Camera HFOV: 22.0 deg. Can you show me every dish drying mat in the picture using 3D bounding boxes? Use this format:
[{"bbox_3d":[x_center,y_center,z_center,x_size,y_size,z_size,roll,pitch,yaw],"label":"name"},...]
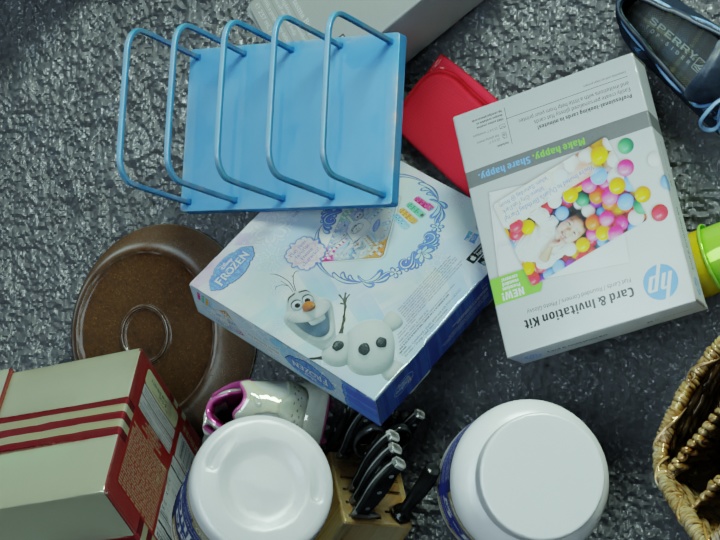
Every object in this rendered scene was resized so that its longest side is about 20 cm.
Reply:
[{"bbox_3d":[0.113,-0.090,1.525,0.200,0.018,0.077,44,108,22],"label":"dish drying mat"}]

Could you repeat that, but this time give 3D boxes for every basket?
[{"bbox_3d":[0.296,0.095,1.339,0.200,0.149,0.143,-52,57,15],"label":"basket"}]

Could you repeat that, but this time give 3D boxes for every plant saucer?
[{"bbox_3d":[-0.186,0.058,1.664,0.199,0.034,0.202,-1,87,26],"label":"plant saucer"}]

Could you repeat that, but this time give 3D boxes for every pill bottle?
[{"bbox_3d":[0.123,0.159,1.390,0.119,0.200,0.121,0,81,-2],"label":"pill bottle"},{"bbox_3d":[-0.092,0.193,1.466,0.110,0.200,0.112,4,69,-11],"label":"pill bottle"}]

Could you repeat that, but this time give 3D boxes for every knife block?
[{"bbox_3d":[-0.001,0.204,1.493,0.175,0.064,0.202,-169,88,-66],"label":"knife block"}]

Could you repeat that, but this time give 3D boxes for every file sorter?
[{"bbox_3d":[-0.081,-0.127,1.469,0.199,0.122,0.140,-1,81,28],"label":"file sorter"}]

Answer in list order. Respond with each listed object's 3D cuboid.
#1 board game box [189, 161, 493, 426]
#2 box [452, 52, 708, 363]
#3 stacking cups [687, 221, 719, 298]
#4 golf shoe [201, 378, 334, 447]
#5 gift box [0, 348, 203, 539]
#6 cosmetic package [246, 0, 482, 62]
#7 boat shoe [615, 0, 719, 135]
[{"bbox_3d":[0.000,0.000,1.498,0.198,0.044,0.200,31,63,28],"label":"board game box"},{"bbox_3d":[0.166,-0.046,1.420,0.155,0.041,0.202,-18,74,22],"label":"box"},{"bbox_3d":[0.318,-0.028,1.391,0.199,0.060,0.061,-22,78,25],"label":"stacking cups"},{"bbox_3d":[-0.099,0.123,1.547,0.200,0.091,0.076,-27,51,58],"label":"golf shoe"},{"bbox_3d":[-0.245,0.184,1.590,0.185,0.201,0.185,-12,127,18],"label":"gift box"},{"bbox_3d":[0.018,-0.235,1.544,0.200,0.090,0.107,-40,69,23],"label":"cosmetic package"},{"bbox_3d":[0.268,-0.144,1.418,0.199,0.069,0.085,35,103,25],"label":"boat shoe"}]
